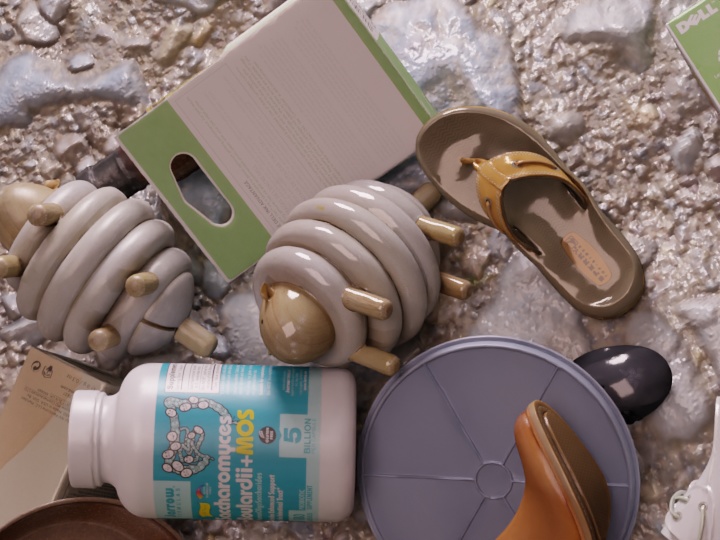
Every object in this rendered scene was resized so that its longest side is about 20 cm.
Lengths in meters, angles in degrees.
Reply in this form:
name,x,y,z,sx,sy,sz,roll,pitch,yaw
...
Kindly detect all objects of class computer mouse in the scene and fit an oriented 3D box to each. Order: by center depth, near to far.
name,x,y,z,sx,sy,sz,roll,pitch,yaw
computer mouse,0.123,0.101,1.245,0.200,0.034,0.059,-23,72,16

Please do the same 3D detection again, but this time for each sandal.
name,x,y,z,sx,sy,sz,roll,pitch,yaw
sandal,0.120,-0.046,1.255,0.080,0.054,0.200,-46,75,9

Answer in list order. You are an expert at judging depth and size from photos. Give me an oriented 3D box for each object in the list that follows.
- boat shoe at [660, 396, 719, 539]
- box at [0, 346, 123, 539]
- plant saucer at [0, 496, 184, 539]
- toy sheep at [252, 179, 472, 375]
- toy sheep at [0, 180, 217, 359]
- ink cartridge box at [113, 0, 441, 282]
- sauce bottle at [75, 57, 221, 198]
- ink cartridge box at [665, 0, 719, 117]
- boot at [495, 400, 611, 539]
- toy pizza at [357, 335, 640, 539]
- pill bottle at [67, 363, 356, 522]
name,x,y,z,sx,sy,sz,roll,pitch,yaw
boat shoe,0.230,0.170,1.164,0.067,0.074,0.200,1,79,20
box,-0.239,0.169,1.343,0.078,0.095,0.200,23,86,26
plant saucer,-0.209,0.258,1.287,0.200,0.200,0.037,-67,24,-3
toy sheep,0.000,0.000,1.262,0.138,0.138,0.200,29,47,25
toy sheep,-0.193,0.004,1.322,0.200,0.138,0.138,40,95,5
ink cartridge box,-0.059,-0.106,1.317,0.200,0.048,0.146,-34,103,12
sauce bottle,-0.132,-0.111,1.376,0.200,0.066,0.066,-32,69,10
ink cartridge box,0.263,-0.130,1.201,0.059,0.104,0.200,-33,69,12
boot,0.099,0.198,1.190,0.155,0.077,0.200,-20,101,22
toy pizza,0.095,0.142,1.230,0.200,0.032,0.200,3,99,17
pill bottle,-0.103,0.122,1.256,0.200,0.111,0.111,1,78,-1
